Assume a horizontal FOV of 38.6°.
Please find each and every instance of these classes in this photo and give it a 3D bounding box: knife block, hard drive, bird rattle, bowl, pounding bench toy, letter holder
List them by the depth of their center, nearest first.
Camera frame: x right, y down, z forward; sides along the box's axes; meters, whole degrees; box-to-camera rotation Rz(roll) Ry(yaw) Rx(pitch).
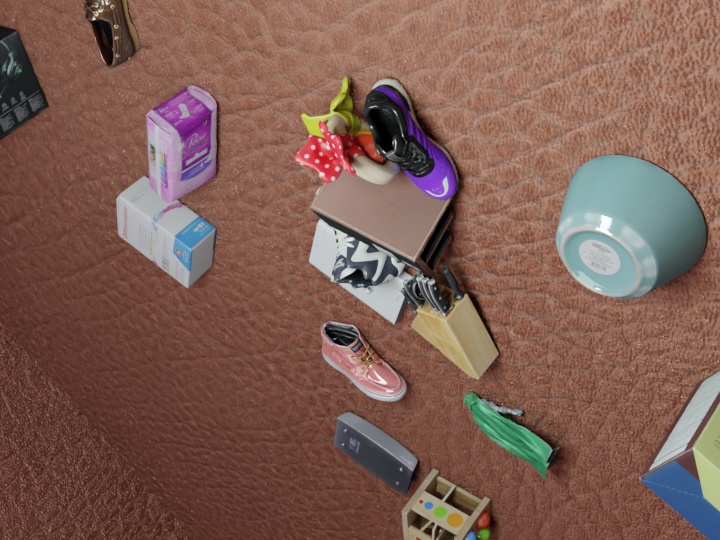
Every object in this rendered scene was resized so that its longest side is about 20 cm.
[{"bbox_3d":[0.339,-0.040,1.354,0.201,0.105,0.201,28,145,22],"label":"bowl"},{"bbox_3d":[-0.006,-0.189,1.511,0.163,0.200,0.113,28,113,-23],"label":"bird rattle"},{"bbox_3d":[0.048,-0.104,1.620,0.200,0.142,0.101,28,176,22],"label":"letter holder"},{"bbox_3d":[0.153,0.076,1.692,0.200,0.064,0.176,41,160,6],"label":"knife block"},{"bbox_3d":[0.000,0.000,1.841,0.200,0.026,0.132,36,147,13],"label":"hard drive"},{"bbox_3d":[0.189,0.548,2.160,0.156,0.124,0.200,25,143,27],"label":"pounding bench toy"},{"bbox_3d":[0.033,0.392,2.230,0.200,0.042,0.135,32,146,18],"label":"hard drive"}]

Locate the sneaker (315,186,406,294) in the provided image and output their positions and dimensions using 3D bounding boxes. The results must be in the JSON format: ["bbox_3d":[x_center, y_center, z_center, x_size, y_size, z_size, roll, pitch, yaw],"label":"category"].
[{"bbox_3d":[-0.024,-0.043,1.721,0.199,0.130,0.079,48,146,-6],"label":"sneaker"}]

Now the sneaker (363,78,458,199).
[{"bbox_3d":[0.064,-0.174,1.490,0.070,0.100,0.200,-28,106,30],"label":"sneaker"}]

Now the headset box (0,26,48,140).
[{"bbox_3d":[-0.761,-0.382,2.102,0.093,0.174,0.200,21,141,31],"label":"headset box"}]

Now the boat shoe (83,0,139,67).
[{"bbox_3d":[-0.442,-0.447,1.779,0.070,0.070,0.200,18,138,36],"label":"boat shoe"}]

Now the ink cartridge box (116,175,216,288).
[{"bbox_3d":[-0.404,-0.081,2.136,0.200,0.085,0.145,35,146,11],"label":"ink cartridge box"}]

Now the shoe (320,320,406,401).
[{"bbox_3d":[0.002,0.174,1.990,0.200,0.071,0.091,31,151,27],"label":"shoe"}]

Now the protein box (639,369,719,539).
[{"bbox_3d":[0.528,0.257,1.390,0.199,0.200,0.135,41,147,5],"label":"protein box"}]

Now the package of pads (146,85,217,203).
[{"bbox_3d":[-0.318,-0.223,1.848,0.076,0.120,0.200,39,148,18],"label":"package of pads"}]

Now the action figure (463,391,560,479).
[{"bbox_3d":[0.264,0.281,1.843,0.200,0.055,0.118,36,149,25],"label":"action figure"}]
